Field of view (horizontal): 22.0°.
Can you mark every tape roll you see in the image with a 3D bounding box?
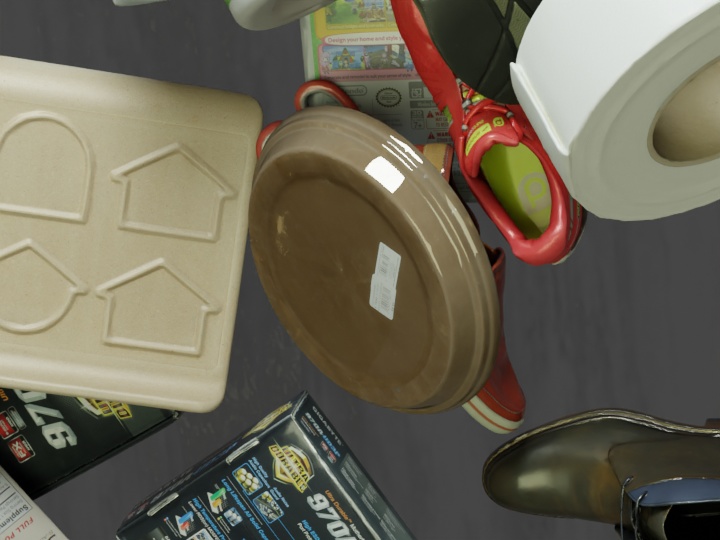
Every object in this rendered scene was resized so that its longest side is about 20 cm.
[{"bbox_3d":[0.184,-0.115,0.995,0.202,0.202,0.071,-39,60,21],"label":"tape roll"}]

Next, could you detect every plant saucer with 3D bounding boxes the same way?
[{"bbox_3d":[0.000,0.000,1.097,0.199,0.029,0.202,29,134,34],"label":"plant saucer"}]

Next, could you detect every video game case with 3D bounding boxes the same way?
[{"bbox_3d":[0.062,-0.131,1.117,0.198,0.022,0.184,0,108,15],"label":"video game case"}]

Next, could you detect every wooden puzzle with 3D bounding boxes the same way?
[{"bbox_3d":[-0.164,-0.022,1.159,0.183,0.046,0.203,8,90,-8],"label":"wooden puzzle"}]

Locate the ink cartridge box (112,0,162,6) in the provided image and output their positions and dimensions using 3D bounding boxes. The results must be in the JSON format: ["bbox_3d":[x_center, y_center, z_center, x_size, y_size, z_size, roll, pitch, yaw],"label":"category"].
[{"bbox_3d":[-0.145,-0.264,1.037,0.047,0.201,0.162,-11,126,-15],"label":"ink cartridge box"}]

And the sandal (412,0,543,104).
[{"bbox_3d":[0.048,-0.173,0.993,0.080,0.058,0.201,-36,114,21],"label":"sandal"}]

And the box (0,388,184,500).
[{"bbox_3d":[-0.226,0.041,1.229,0.158,0.046,0.201,-28,99,20],"label":"box"}]

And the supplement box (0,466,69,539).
[{"bbox_3d":[-0.300,0.157,1.236,0.200,0.073,0.126,47,136,5],"label":"supplement box"}]

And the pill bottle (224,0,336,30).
[{"bbox_3d":[-0.065,-0.250,1.052,0.110,0.111,0.202,-29,85,20],"label":"pill bottle"}]

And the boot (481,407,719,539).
[{"bbox_3d":[0.166,0.134,1.135,0.198,0.097,0.076,-6,106,15],"label":"boot"}]

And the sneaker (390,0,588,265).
[{"bbox_3d":[0.077,-0.095,1.066,0.076,0.085,0.201,-26,100,19],"label":"sneaker"}]

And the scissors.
[{"bbox_3d":[0.009,-0.023,1.145,0.073,0.014,0.201,-33,97,18],"label":"scissors"}]

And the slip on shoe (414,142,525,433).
[{"bbox_3d":[0.063,0.012,1.127,0.061,0.074,0.202,-18,111,15],"label":"slip on shoe"}]

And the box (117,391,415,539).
[{"bbox_3d":[-0.042,0.206,1.228,0.158,0.046,0.201,-35,96,21],"label":"box"}]
